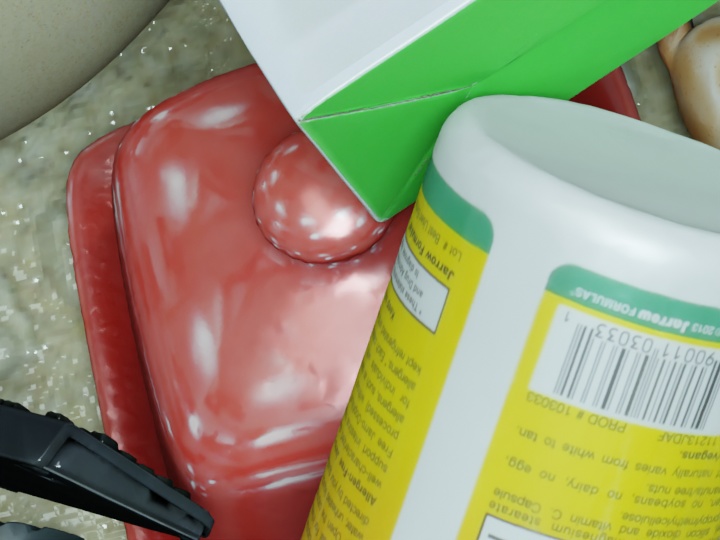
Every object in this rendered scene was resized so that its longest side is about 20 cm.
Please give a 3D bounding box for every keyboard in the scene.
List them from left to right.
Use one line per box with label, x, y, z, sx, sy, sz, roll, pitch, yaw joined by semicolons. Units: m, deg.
keyboard;-0.145;0.039;0.880;0.200;0.127;0.021;9;74;46

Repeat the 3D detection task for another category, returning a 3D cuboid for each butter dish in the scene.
butter dish;0.000;0.000;0.902;0.199;0.148;0.200;-16;67;5

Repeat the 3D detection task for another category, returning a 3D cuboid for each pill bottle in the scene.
pill bottle;0.046;0.063;0.791;0.113;0.113;0.200;24;108;18

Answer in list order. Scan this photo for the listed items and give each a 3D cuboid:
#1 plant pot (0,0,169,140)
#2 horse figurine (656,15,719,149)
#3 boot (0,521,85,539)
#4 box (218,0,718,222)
plant pot;-0.128;-0.134;0.956;0.134;0.200;0.200;-11;67;0
horse figurine;0.161;-0.054;0.948;0.133;0.050;0.200;-38;69;-10
boot;-0.179;0.158;0.917;0.198;0.073;0.163;3;75;13
box;0.034;-0.146;0.815;0.200;0.097;0.177;-33;68;4
